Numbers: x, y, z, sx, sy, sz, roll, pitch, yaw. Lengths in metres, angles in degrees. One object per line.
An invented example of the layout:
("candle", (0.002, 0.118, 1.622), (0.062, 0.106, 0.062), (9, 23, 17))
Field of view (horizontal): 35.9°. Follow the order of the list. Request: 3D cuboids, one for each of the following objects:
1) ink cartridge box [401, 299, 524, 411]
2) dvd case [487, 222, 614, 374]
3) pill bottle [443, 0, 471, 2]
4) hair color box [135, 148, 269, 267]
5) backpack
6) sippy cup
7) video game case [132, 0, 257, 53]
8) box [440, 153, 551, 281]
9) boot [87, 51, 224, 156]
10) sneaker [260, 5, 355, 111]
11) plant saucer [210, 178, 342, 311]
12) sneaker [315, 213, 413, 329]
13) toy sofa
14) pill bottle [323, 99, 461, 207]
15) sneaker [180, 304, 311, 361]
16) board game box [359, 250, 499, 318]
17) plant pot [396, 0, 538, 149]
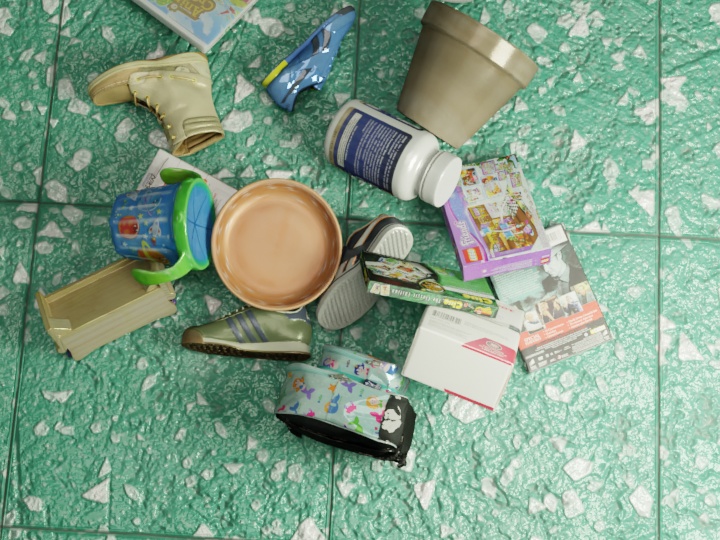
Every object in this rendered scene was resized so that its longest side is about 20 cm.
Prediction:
("ink cartridge box", (0.153, 0.104, 1.625), (0.144, 0.200, 0.085), (21, 113, 5))
("dvd case", (0.288, 0.042, 1.730), (0.145, 0.022, 0.202), (-22, 80, -4))
("pill bottle", (0.162, -0.550, 1.805), (0.115, 0.116, 0.202), (12, 78, 3))
("hair color box", (-0.252, -0.092, 1.741), (0.199, 0.064, 0.112), (29, 81, 4))
("backpack", (-0.022, 0.193, 1.624), (0.198, 0.178, 0.152), (8, 75, 12))
("sippy cup", (-0.295, -0.068, 1.646), (0.129, 0.178, 0.141), (0, 108, 12))
("video game case", (-0.274, -0.472, 1.818), (0.199, 0.022, 0.182), (37, 67, 7))
("box", (0.199, -0.084, 1.705), (0.135, 0.039, 0.201), (-11, 52, -2))
("boot", (-0.325, -0.253, 1.768), (0.198, 0.073, 0.157), (-14, 74, -9))
("sneaker", (-0.068, -0.340, 1.794), (0.078, 0.066, 0.200), (45, 82, -3))
("plant saucer", (-0.127, -0.038, 1.688), (0.198, 0.037, 0.202), (1, 83, -8))
("sneaker", (0.000, 0.000, 1.717), (0.078, 0.080, 0.200), (36, 100, -32))
("toy sofa", (-0.389, 0.048, 1.713), (0.199, 0.098, 0.083), (-27, 55, -5))
("pill bottle", (0.052, -0.176, 1.709), (0.199, 0.111, 0.112), (28, 80, 22))
("sneaker", (-0.171, 0.084, 1.707), (0.198, 0.067, 0.091), (5, 71, 1))
("board game box", (0.099, 0.020, 1.637), (0.198, 0.105, 0.024), (12, 112, -12))
("plant pot", (0.148, -0.293, 1.730), (0.199, 0.200, 0.174), (34, 98, 7))
